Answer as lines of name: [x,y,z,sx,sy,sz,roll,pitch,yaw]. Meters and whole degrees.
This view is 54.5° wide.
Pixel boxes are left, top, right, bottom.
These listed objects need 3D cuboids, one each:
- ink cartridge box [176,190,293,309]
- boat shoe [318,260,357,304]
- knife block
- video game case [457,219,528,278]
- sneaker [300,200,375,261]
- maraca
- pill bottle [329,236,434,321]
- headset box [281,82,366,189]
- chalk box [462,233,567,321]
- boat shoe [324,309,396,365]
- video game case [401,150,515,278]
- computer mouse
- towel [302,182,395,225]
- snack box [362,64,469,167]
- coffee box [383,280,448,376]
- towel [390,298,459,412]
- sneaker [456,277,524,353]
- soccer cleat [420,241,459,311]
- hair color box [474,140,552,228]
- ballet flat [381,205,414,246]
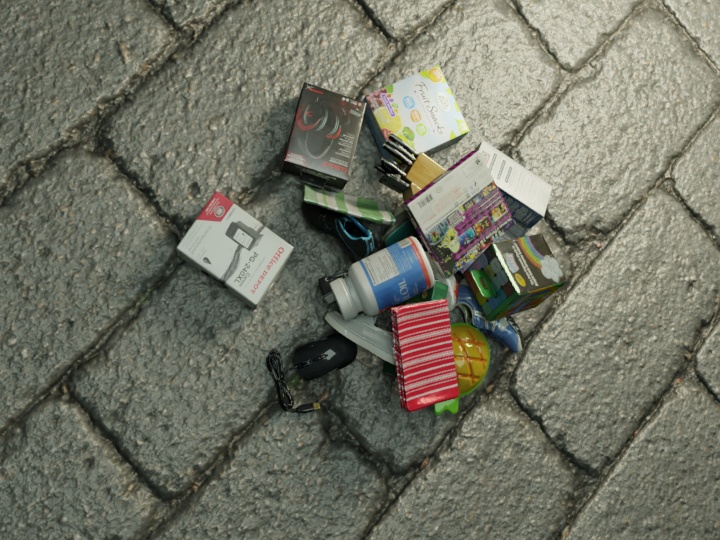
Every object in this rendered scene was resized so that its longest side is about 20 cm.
ink cartridge box: [-0.253,-0.039,1.428,0.198,0.083,0.147,35,75,-5]
boat shoe: [0.000,0.000,1.493,0.196,0.070,0.068,-27,89,-8]
knife block: [0.132,-0.210,1.488,0.195,0.064,0.181,-13,88,-18]
video game case: [0.281,-0.069,1.590,0.142,0.019,0.202,38,76,-4]
sneaker: [-0.044,-0.104,1.467,0.198,0.083,0.073,36,66,17]
maraca: [0.196,0.207,1.481,0.136,0.107,0.202,37,76,-1]
pill bottle: [0.041,0.022,1.405,0.196,0.112,0.115,-25,87,-4]
headset box: [-0.082,-0.278,1.508,0.145,0.075,0.205,16,78,-10]
chalk box: [0.308,0.018,1.472,0.196,0.124,0.127,-11,66,-32]
boat shoe: [0.018,0.124,1.438,0.197,0.072,0.070,29,91,24]
video game case: [0.207,-0.117,1.453,0.198,0.036,0.183,-37,108,-12]
computer mouse: [-0.088,0.213,1.446,0.195,0.046,0.144,-13,83,-15]
towel: [-0.027,-0.141,1.467,0.195,0.153,0.024,16,105,-11]
snack box: [0.121,-0.342,1.570,0.197,0.068,0.172,-26,87,-17]
coffee box: [0.115,0.125,1.468,0.043,0.122,0.206,20,75,-33]
towel: [0.130,0.167,1.391,0.141,0.022,0.206,-7,90,-31]
sneaker: [0.276,0.110,1.533,0.077,0.076,0.200,-41,81,-19]
soccer cleat: [0.162,-0.011,1.506,0.067,0.084,0.206,-15,76,30]
hair color box: [0.331,-0.194,1.586,0.197,0.061,0.101,32,56,-7]
ballet flat: [0.114,-0.124,1.546,0.197,0.068,0.064,-32,62,-16]
